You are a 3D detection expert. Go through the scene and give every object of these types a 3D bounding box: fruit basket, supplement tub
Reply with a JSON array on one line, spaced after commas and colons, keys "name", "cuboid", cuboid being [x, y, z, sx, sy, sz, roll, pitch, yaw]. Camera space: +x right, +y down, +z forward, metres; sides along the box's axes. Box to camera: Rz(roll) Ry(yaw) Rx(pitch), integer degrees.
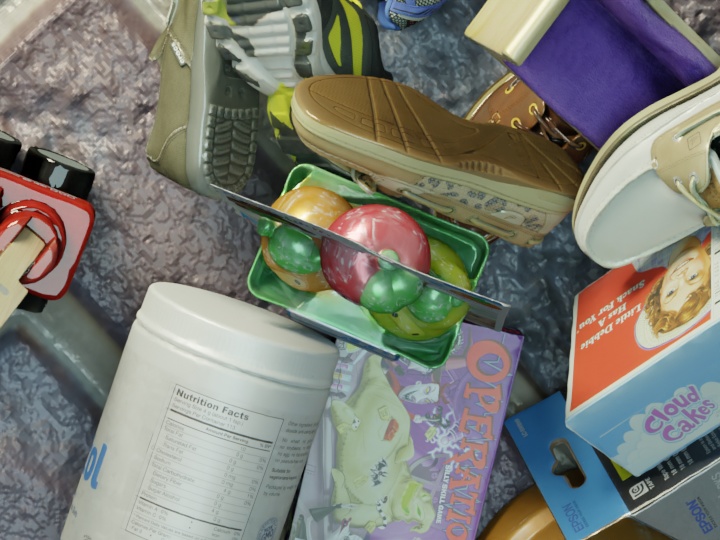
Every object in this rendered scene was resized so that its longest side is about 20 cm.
[{"name": "fruit basket", "cuboid": [0.000, 0.000, 1.589, 0.184, 0.200, 0.094, 22, 92, 3]}, {"name": "supplement tub", "cuboid": [-0.103, 0.122, 1.652, 0.131, 0.132, 0.201, 18, 96, -8]}]

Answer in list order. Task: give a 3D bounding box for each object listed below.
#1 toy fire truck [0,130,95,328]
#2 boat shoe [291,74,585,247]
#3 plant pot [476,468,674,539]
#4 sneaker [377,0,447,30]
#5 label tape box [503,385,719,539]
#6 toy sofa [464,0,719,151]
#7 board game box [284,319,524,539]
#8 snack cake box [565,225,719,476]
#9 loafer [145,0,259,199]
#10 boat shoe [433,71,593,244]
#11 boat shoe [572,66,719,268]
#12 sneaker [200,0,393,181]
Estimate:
[{"name": "toy fire truck", "cuboid": [-0.253, -0.020, 1.581, 0.175, 0.200, 0.129, 22, 96, -8]}, {"name": "boat shoe", "cuboid": [0.041, -0.059, 1.595, 0.199, 0.074, 0.063, 18, 126, -25]}, {"name": "plant pot", "cuboid": [0.167, 0.239, 1.666, 0.199, 0.183, 0.202, -1, 99, -5]}, {"name": "sneaker", "cuboid": [-0.017, -0.225, 1.631, 0.200, 0.075, 0.079, 41, 84, -8]}, {"name": "label tape box", "cuboid": [0.206, 0.099, 1.664, 0.199, 0.144, 0.063, -32, 123, 4]}, {"name": "toy sofa", "cuboid": [0.165, -0.106, 1.588, 0.200, 0.098, 0.083, 39, 89, -33]}, {"name": "board game box", "cuboid": [0.024, 0.123, 1.714, 0.119, 0.032, 0.201, 12, 97, -9]}, {"name": "snack cake box", "cuboid": [0.215, 0.022, 1.582, 0.067, 0.115, 0.200, 36, 127, -24]}, {"name": "loafer", "cuboid": [-0.099, -0.145, 1.637, 0.069, 0.075, 0.201, 4, 82, 35]}, {"name": "boat shoe", "cuboid": [0.117, -0.097, 1.669, 0.072, 0.068, 0.200, 39, 94, -9]}, {"name": "boat shoe", "cuboid": [0.202, -0.064, 1.543, 0.075, 0.069, 0.200, 33, 117, -30]}, {"name": "sneaker", "cuboid": [-0.036, -0.146, 1.615, 0.074, 0.085, 0.201, 4, 140, 25]}]
